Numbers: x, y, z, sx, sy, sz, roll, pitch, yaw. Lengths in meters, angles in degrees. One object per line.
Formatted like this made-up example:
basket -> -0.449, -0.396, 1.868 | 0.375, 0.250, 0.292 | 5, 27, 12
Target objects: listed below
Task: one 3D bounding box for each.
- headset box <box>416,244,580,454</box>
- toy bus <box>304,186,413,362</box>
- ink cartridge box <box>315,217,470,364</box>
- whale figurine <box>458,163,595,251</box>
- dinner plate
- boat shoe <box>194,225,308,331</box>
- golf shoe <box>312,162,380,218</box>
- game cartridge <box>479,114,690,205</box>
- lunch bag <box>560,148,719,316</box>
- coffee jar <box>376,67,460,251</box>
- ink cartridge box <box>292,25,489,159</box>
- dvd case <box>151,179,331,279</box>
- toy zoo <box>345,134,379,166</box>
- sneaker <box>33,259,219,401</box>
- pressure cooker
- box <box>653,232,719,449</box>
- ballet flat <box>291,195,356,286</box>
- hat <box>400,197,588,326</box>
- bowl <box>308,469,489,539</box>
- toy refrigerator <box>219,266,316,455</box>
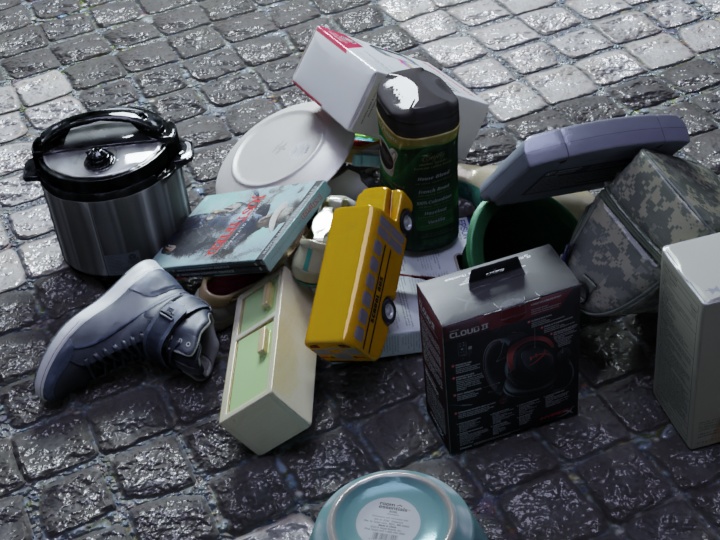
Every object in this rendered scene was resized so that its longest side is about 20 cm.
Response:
headset box -> 0.140, 0.072, 1.308 | 0.148, 0.201, 0.075 | -17, 40, -11
toy bus -> 0.000, 0.000, 1.404 | 0.065, 0.078, 0.201 | -3, 63, 33
ink cartridge box -> 0.048, 0.020, 1.511 | 0.199, 0.043, 0.197 | -6, 39, -5
whale figurine -> 0.185, -0.068, 1.546 | 0.200, 0.104, 0.159 | 22, 14, 33
dinner plate -> -0.099, -0.147, 1.626 | 0.199, 0.024, 0.201 | -18, 43, 18
boat shoe -> -0.123, -0.012, 1.536 | 0.074, 0.069, 0.200 | 34, 55, 8
golf shoe -> -0.067, -0.087, 1.642 | 0.199, 0.078, 0.095 | 7, 52, 26
game cartridge -> 0.238, -0.118, 1.366 | 0.199, 0.133, 0.042 | -10, 71, -23
lunch bag -> 0.314, -0.023, 1.378 | 0.200, 0.168, 0.139 | 1, 43, -54
coffee jar -> 0.067, -0.128, 1.501 | 0.085, 0.201, 0.104 | -14, 40, -13
ink cartridge box -> 0.038, -0.220, 1.623 | 0.199, 0.086, 0.148 | 8, 25, -41
dvd case -> -0.144, -0.046, 1.513 | 0.199, 0.022, 0.146 | -2, 39, 40
toy zoo -> 0.026, -0.156, 1.672 | 0.131, 0.021, 0.200 | 8, 13, 17
sneaker -> -0.250, 0.094, 1.436 | 0.146, 0.077, 0.202 | 35, 69, 23
pressure cooker -> -0.298, -0.107, 1.588 | 0.178, 0.201, 0.176 | 28, 51, 35
box -> 0.345, 0.070, 1.281 | 0.077, 0.201, 0.095 | -14, 42, -8
ballet flat -> -0.029, -0.050, 1.499 | 0.069, 0.070, 0.200 | 4, 26, 13
hat -> 0.141, 0.004, 1.472 | 0.166, 0.200, 0.176 | -52, 12, -30
bowl -> 0.032, 0.259, 1.173 | 0.200, 0.105, 0.201 | -3, 40, 3
toy refrigerator -> -0.097, 0.092, 1.398 | 0.076, 0.070, 0.200 | -32, 31, 26
